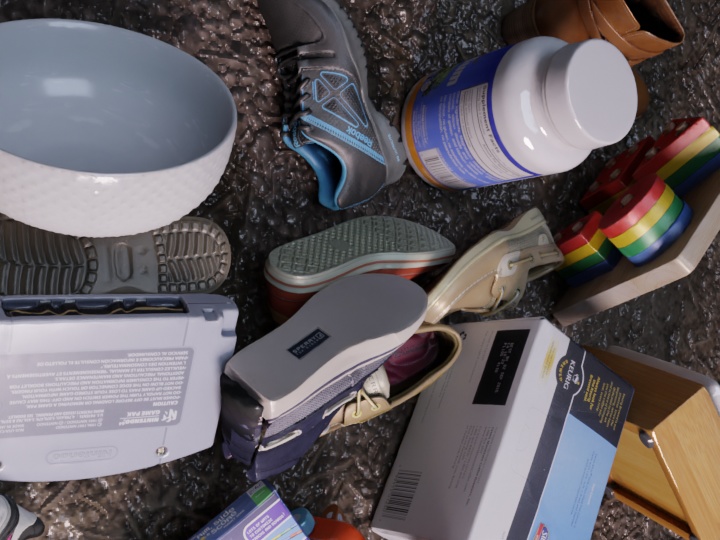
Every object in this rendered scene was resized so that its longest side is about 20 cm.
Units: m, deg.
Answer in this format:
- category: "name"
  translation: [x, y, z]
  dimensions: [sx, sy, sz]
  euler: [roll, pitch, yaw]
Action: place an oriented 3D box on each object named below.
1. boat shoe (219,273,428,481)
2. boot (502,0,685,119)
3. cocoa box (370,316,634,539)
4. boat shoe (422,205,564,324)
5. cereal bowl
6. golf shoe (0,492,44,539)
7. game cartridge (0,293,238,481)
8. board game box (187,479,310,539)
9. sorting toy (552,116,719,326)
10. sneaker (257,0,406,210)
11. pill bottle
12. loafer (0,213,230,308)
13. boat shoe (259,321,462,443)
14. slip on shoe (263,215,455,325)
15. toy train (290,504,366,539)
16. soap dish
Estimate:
- category: "boat shoe"
  translation: [-0.030, 0.078, 0.826]
  dimensions: [0.199, 0.074, 0.094]
  euler: [-27, 142, -38]
- category: "boot"
  translation: [0.250, -0.212, 1.040]
  dimensions: [0.199, 0.154, 0.078]
  euler: [34, 68, -28]
- category: "cocoa box"
  translation: [0.124, 0.161, 0.934]
  dimensions: [0.131, 0.133, 0.202]
  euler: [34, 67, -29]
- category: "boat shoe"
  translation: [0.119, 0.006, 0.960]
  dimensions: [0.065, 0.072, 0.199]
  euler: [53, 41, 5]
- category: "cereal bowl"
  translation: [-0.183, -0.086, 0.731]
  dimensions: [0.198, 0.200, 0.084]
  euler: [-13, 135, -35]
- category: "golf shoe"
  translation: [-0.262, 0.242, 0.695]
  dimensions: [0.091, 0.072, 0.203]
  euler: [23, 73, -33]
- category: "game cartridge"
  translation: [-0.187, 0.080, 0.742]
  dimensions: [0.197, 0.040, 0.135]
  euler: [1, 116, -30]
- category: "board game box"
  translation: [-0.108, 0.268, 0.789]
  dimensions: [0.199, 0.034, 0.136]
  euler: [-37, 107, -14]
- category: "sorting toy"
  translation: [0.268, -0.063, 1.024]
  dimensions: [0.070, 0.199, 0.200]
  euler: [43, 63, -6]
- category: "sneaker"
  translation: [-0.034, -0.145, 0.886]
  dimensions: [0.082, 0.073, 0.202]
  euler: [-38, 107, -30]
- category: "pill bottle"
  translation: [0.132, -0.133, 0.924]
  dimensions: [0.111, 0.199, 0.114]
  euler: [3, 84, -34]
- category: "loafer"
  translation: [-0.193, -0.004, 0.770]
  dimensions: [0.197, 0.068, 0.077]
  euler: [2, 85, -19]
- category: "boat shoe"
  translation: [0.000, 0.085, 0.894]
  dimensions: [0.199, 0.066, 0.075]
  euler: [-27, 102, -33]
- category: "slip on shoe"
  translation: [0.000, 0.000, 0.910]
  dimensions: [0.198, 0.074, 0.062]
  euler: [-17, 131, -41]
- category: "toy train"
  translation: [0.030, 0.253, 0.868]
  dimensions: [0.201, 0.149, 0.056]
  euler: [58, 47, -25]
- category: "soap dish"
  translation: [0.275, 0.162, 1.013]
  dimensions: [0.081, 0.200, 0.159]
  euler: [-31, 105, -13]
